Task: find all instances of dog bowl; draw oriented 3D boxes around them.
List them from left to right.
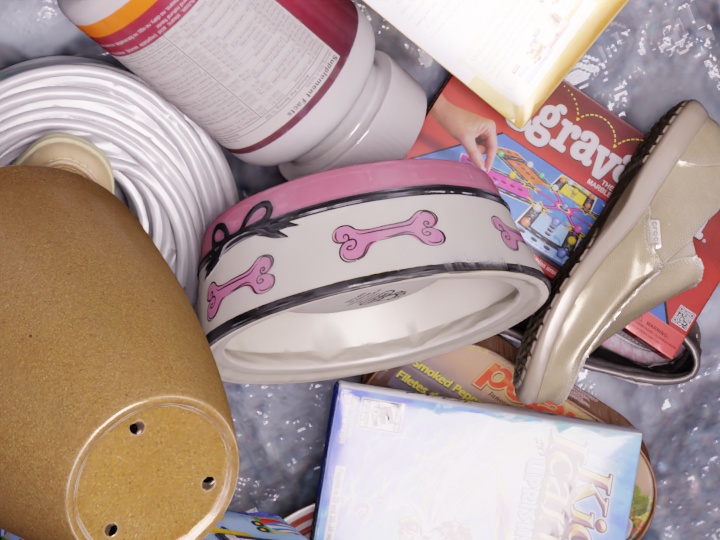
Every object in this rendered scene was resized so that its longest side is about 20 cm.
[{"bbox_3d":[0.000,0.000,1.395,0.200,0.200,0.074,-12,75,-2],"label":"dog bowl"}]

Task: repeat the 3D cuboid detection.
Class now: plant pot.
[{"bbox_3d":[-0.145,0.065,1.290,0.186,0.200,0.187,-12,116,-26],"label":"plant pot"}]

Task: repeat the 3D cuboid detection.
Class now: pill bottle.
[{"bbox_3d":[-0.062,-0.127,1.401,0.200,0.110,0.110,39,100,-28],"label":"pill bottle"}]

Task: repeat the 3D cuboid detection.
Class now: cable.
[{"bbox_3d":[-0.167,-0.024,1.455,0.200,0.069,0.200,33,101,-14],"label":"cable"}]

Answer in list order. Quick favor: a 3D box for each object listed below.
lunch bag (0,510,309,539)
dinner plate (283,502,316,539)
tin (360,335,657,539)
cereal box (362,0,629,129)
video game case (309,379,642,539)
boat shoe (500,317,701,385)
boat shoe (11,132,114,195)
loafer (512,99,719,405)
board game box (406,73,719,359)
[{"bbox_3d":[-0.087,0.181,1.374,0.200,0.151,0.094,-3,104,-29],"label":"lunch bag"},{"bbox_3d":[0.006,0.228,1.524,0.200,0.024,0.201,-1,102,-7],"label":"dinner plate"},{"bbox_3d":[0.089,0.106,1.531,0.200,0.042,0.112,33,117,-15],"label":"tin"},{"bbox_3d":[0.059,-0.197,1.423,0.200,0.040,0.144,40,100,-6],"label":"cereal box"},{"bbox_3d":[0.059,0.177,1.475,0.181,0.045,0.200,9,90,-4],"label":"video game case"},{"bbox_3d":[0.115,0.016,1.503,0.200,0.057,0.067,21,105,-12],"label":"boat shoe"},{"bbox_3d":[-0.191,0.021,1.396,0.073,0.063,0.200,22,103,-11],"label":"boat shoe"},{"bbox_3d":[0.157,-0.002,1.432,0.068,0.076,0.200,33,84,-1],"label":"loafer"},{"bbox_3d":[0.126,-0.045,1.476,0.200,0.019,0.103,33,83,-7],"label":"board game box"}]
